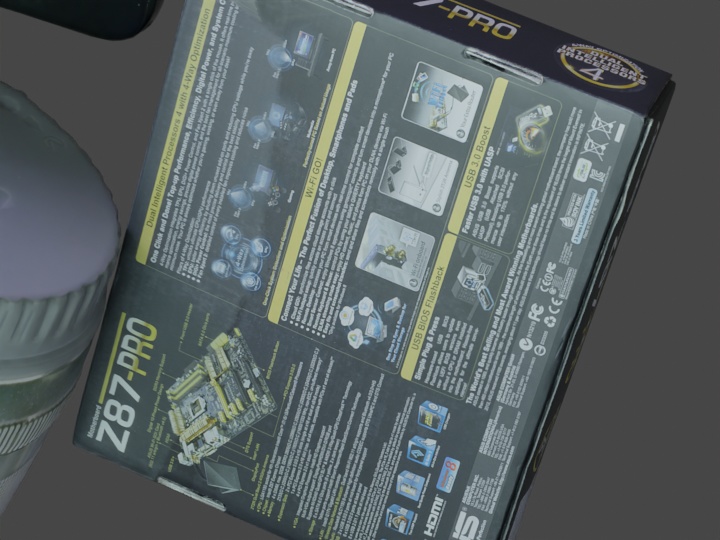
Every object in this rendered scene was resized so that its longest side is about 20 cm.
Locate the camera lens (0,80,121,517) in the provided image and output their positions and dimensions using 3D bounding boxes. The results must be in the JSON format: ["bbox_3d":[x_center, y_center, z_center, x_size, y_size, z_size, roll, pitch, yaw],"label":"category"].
[{"bbox_3d":[-0.188,0.037,1.001,0.159,0.160,0.201,34,119,3],"label":"camera lens"}]

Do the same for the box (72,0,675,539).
[{"bbox_3d":[0.000,0.000,0.983,0.160,0.049,0.201,21,117,8],"label":"box"}]

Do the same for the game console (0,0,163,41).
[{"bbox_3d":[-0.145,-0.171,0.923,0.170,0.118,0.201,18,117,12],"label":"game console"}]
